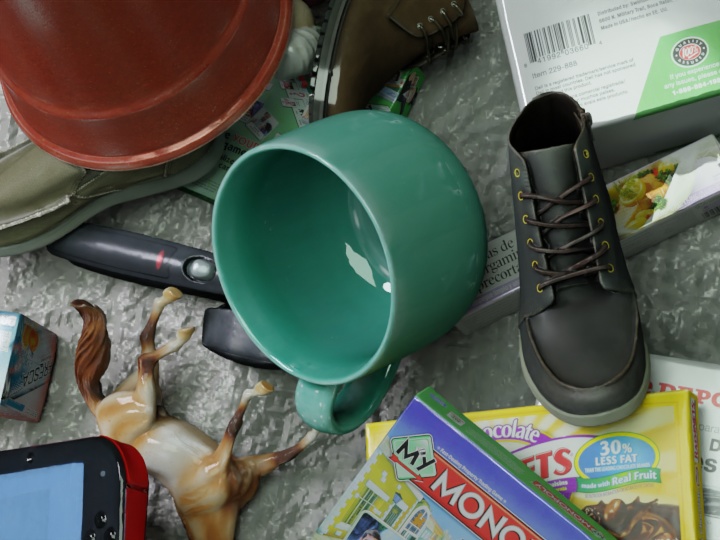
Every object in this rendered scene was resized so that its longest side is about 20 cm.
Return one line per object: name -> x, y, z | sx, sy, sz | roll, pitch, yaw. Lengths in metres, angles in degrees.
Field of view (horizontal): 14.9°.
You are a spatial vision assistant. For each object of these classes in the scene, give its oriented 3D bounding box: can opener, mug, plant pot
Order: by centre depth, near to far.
mug -> -0.004, -0.011, 1.674 | 0.152, 0.114, 0.185 | 50, 136, 15
plant pot -> -0.166, -0.194, 1.675 | 0.200, 0.195, 0.201 | -8, 61, 15
can opener -> -0.117, 0.002, 1.775 | 0.200, 0.063, 0.079 | 18, 75, 21

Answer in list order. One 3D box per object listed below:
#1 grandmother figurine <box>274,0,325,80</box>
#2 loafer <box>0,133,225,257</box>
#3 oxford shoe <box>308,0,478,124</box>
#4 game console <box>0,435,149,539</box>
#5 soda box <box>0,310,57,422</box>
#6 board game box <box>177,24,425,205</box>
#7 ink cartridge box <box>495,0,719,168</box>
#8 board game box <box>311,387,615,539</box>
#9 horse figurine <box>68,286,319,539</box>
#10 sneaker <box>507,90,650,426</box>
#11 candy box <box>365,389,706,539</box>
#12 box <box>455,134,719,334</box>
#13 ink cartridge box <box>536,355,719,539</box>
grandmother figurine -> -0.049, -0.211, 1.791 | 0.121, 0.061, 0.200 | -12, 58, 22
loafer -> -0.189, -0.073, 1.777 | 0.200, 0.070, 0.075 | -22, 54, 9
oxford shoe -> 0.028, -0.159, 1.742 | 0.084, 0.073, 0.200 | 21, 63, 15
game console -> -0.204, 0.198, 1.722 | 0.200, 0.031, 0.177 | -12, 69, 48
soda box -> -0.306, 0.052, 1.819 | 0.199, 0.068, 0.064 | 7, 79, 18
board game box -> -0.074, -0.107, 1.808 | 0.200, 0.029, 0.135 | 24, 84, 22
ink cartridge box -> 0.161, -0.177, 1.720 | 0.146, 0.084, 0.201 | -15, 72, 14
board game box -> 0.075, 0.181, 1.552 | 0.200, 0.029, 0.135 | 39, 109, 10
horse figurine -> -0.114, 0.100, 1.746 | 0.200, 0.050, 0.133 | 39, 113, 12
sneaker -> 0.117, -0.007, 1.592 | 0.075, 0.106, 0.200 | -13, 43, 4
candy box -> 0.099, 0.129, 1.589 | 0.199, 0.026, 0.103 | -8, 71, 20
box -> 0.142, -0.022, 1.711 | 0.200, 0.041, 0.039 | -26, 69, 11
ink cartridge box -> 0.166, 0.152, 1.627 | 0.146, 0.084, 0.201 | 8, 79, 21
